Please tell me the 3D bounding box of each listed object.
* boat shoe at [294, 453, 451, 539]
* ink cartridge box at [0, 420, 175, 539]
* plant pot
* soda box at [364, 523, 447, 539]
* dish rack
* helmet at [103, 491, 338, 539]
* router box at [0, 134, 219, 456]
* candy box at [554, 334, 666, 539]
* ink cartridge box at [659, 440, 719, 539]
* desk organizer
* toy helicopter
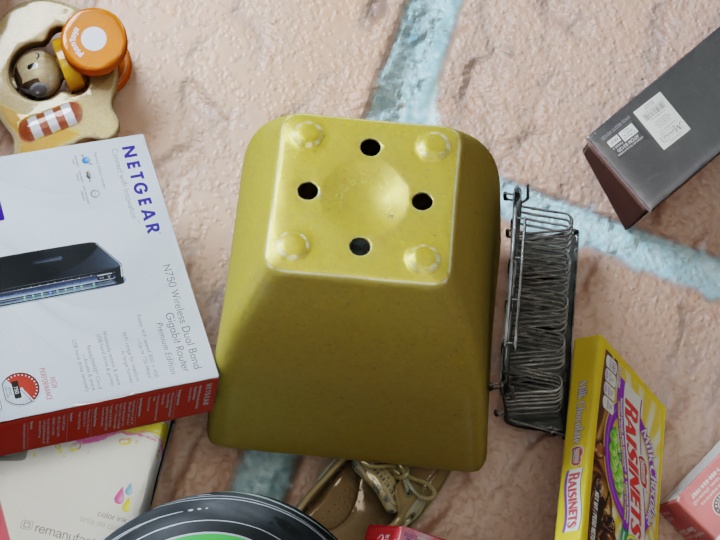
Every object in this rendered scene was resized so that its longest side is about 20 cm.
[{"bbox_3d":[-0.003,0.168,1.284,0.073,0.063,0.200,44,77,4],"label":"boat shoe"},{"bbox_3d":[-0.207,0.115,1.264,0.147,0.086,0.200,15,79,-2],"label":"ink cartridge box"},{"bbox_3d":[0.000,0.000,1.220,0.194,0.200,0.196,5,63,2],"label":"plant pot"},{"bbox_3d":[0.094,0.234,1.255,0.200,0.063,0.070,21,77,-18],"label":"soda box"},{"bbox_3d":[0.120,0.028,1.261,0.054,0.200,0.154,2,77,7],"label":"dish rack"},{"bbox_3d":[-0.091,0.233,1.143,0.200,0.200,0.191,-43,67,-12],"label":"helmet"},{"bbox_3d":[-0.206,0.015,1.212,0.179,0.049,0.200,-11,61,-17],"label":"router box"},{"bbox_3d":[0.172,0.152,1.256,0.026,0.102,0.200,-16,45,30],"label":"candy box"},{"bbox_3d":[0.326,0.198,1.309,0.116,0.068,0.200,-43,84,-12],"label":"ink cartridge box"},{"bbox_3d":[0.255,-0.122,1.363,0.200,0.077,0.072,-39,84,-12],"label":"desk organizer"},{"bbox_3d":[-0.239,-0.096,1.311,0.132,0.079,0.200,7,81,-4],"label":"toy helicopter"}]
